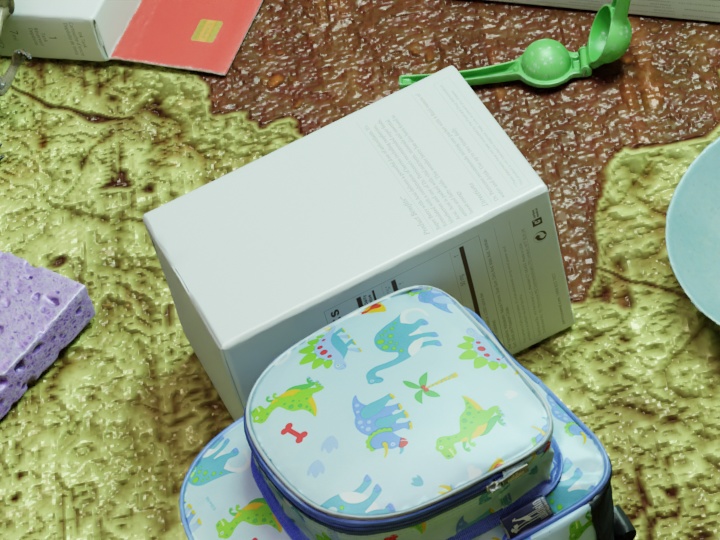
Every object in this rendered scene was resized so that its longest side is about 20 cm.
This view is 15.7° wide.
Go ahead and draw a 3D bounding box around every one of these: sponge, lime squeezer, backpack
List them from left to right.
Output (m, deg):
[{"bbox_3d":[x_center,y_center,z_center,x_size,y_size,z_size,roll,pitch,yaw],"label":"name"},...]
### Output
[{"bbox_3d":[-0.261,0.067,1.537,0.111,0.030,0.200,23,57,31],"label":"sponge"},{"bbox_3d":[0.012,0.116,1.337,0.200,0.147,0.183,-32,46,-10],"label":"backpack"},{"bbox_3d":[0.120,-0.141,1.603,0.200,0.071,0.038,-29,57,30],"label":"lime squeezer"}]

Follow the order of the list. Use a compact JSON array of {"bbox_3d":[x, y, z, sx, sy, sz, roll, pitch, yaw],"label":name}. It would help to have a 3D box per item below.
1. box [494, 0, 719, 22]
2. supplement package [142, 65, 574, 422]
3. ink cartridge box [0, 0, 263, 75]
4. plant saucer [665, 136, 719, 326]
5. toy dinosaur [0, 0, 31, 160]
[{"bbox_3d":[0.152,-0.191,1.654,0.199,0.041,0.039,7,51,22],"label":"box"},{"bbox_3d":[0.000,0.000,1.464,0.200,0.120,0.121,-26,48,-9],"label":"supplement package"},{"bbox_3d":[-0.140,-0.222,1.760,0.176,0.045,0.200,6,51,22],"label":"ink cartridge box"},{"bbox_3d":[0.272,-0.017,1.461,0.200,0.039,0.201,-8,48,8],"label":"plant saucer"},{"bbox_3d":[-0.276,-0.103,1.690,0.200,0.058,0.101,-44,43,1],"label":"toy dinosaur"}]
